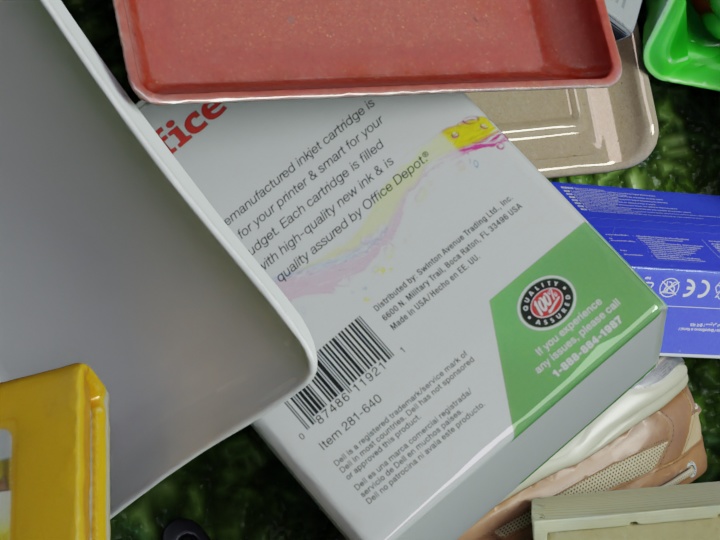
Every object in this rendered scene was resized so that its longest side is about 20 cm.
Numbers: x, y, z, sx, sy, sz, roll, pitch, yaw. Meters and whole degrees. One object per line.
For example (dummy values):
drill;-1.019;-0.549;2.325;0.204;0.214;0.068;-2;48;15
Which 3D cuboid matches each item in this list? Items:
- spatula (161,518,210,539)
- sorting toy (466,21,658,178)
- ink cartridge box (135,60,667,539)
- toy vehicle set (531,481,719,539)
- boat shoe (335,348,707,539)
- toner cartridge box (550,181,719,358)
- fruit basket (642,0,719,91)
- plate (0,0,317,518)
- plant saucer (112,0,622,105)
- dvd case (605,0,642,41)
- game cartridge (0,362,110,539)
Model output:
spatula;-0.026;0.190;0.765;0.056;0.021;0.200;-29;88;-21
sorting toy;0.025;-0.126;0.851;0.200;0.036;0.186;-7;80;-16
ink cartridge box;0.000;0.000;0.734;0.145;0.084;0.200;-40;72;-6
toy vehicle set;0.140;0.185;0.755;0.124;0.027;0.200;-5;103;6
boat shoe;0.070;0.107;0.790;0.200;0.076;0.072;-30;100;-15
toner cartridge box;0.173;0.002;0.836;0.200;0.095;0.043;4;112;-18
fruit basket;0.236;-0.112;0.840;0.215;0.156;0.216;14;35;-10
plate;-0.122;-0.008;0.692;0.200;0.200;0.032;53;44;0
plant saucer;-0.015;-0.151;0.699;0.200;0.037;0.200;-5;73;-28
dvd case;0.062;-0.214;0.817;0.200;0.025;0.151;32;64;-29
game cartridge;-0.182;0.130;0.639;0.200;0.032;0.177;-13;55;10
